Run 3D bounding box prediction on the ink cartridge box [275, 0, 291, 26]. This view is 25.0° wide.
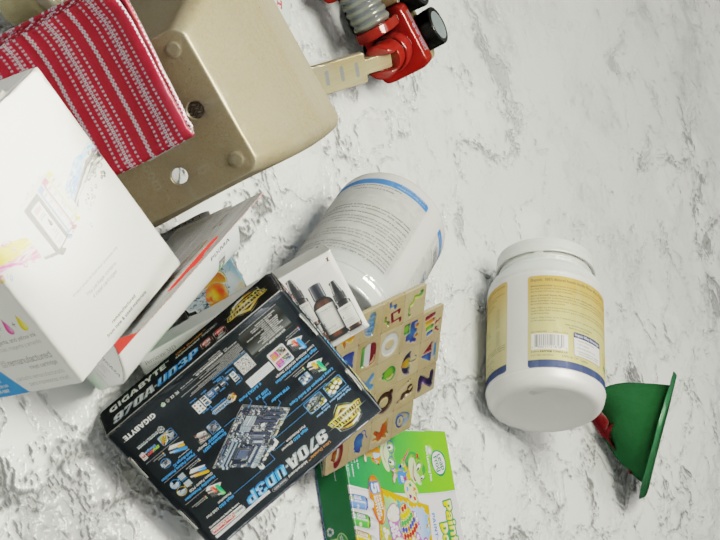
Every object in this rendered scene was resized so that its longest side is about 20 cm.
[{"bbox_3d":[-0.164,-0.332,1.650,0.199,0.082,0.148,22,57,-48],"label":"ink cartridge box"}]

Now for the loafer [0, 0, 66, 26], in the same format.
[{"bbox_3d":[-0.279,-0.275,1.476,0.076,0.068,0.200,62,19,-16],"label":"loafer"}]

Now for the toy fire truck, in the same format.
[{"bbox_3d":[-0.008,-0.284,1.841,0.177,0.128,0.200,62,25,-13],"label":"toy fire truck"}]

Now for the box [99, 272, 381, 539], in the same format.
[{"bbox_3d":[-0.104,0.125,1.425,0.159,0.200,0.046,50,-1,-27],"label":"box"}]

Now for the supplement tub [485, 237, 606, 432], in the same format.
[{"bbox_3d":[0.222,0.077,1.951,0.144,0.143,0.202,35,48,-41],"label":"supplement tub"}]

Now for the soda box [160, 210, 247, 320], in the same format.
[{"bbox_3d":[-0.124,0.049,1.519,0.202,0.063,0.068,63,-3,-10],"label":"soda box"}]

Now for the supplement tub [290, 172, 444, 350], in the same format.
[{"bbox_3d":[0.000,0.000,1.682,0.133,0.131,0.200,58,36,-18],"label":"supplement tub"}]

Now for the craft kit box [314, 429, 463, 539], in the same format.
[{"bbox_3d":[0.036,0.267,1.684,0.197,0.048,0.203,10,66,-56],"label":"craft kit box"}]

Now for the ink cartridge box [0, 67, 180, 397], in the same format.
[{"bbox_3d":[-0.276,-0.026,1.265,0.201,0.146,0.145,55,49,-22],"label":"ink cartridge box"}]

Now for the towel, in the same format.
[{"bbox_3d":[-0.250,-0.134,1.332,0.146,0.198,0.023,63,20,-13],"label":"towel"}]

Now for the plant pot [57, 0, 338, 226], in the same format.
[{"bbox_3d":[-0.159,-0.145,1.421,0.201,0.198,0.177,60,17,-16],"label":"plant pot"}]

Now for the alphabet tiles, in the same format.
[{"bbox_3d":[0.014,0.106,1.595,0.199,0.006,0.168,-24,129,-44],"label":"alphabet tiles"}]

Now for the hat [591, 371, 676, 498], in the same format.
[{"bbox_3d":[0.316,0.187,2.148,0.166,0.174,0.202,-59,160,-51],"label":"hat"}]

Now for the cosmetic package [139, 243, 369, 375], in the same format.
[{"bbox_3d":[-0.098,0.061,1.464,0.083,0.199,0.051,61,-6,-11],"label":"cosmetic package"}]

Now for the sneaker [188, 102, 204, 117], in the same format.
[{"bbox_3d":[-0.182,-0.186,1.588,0.199,0.073,0.085,24,21,-39],"label":"sneaker"}]

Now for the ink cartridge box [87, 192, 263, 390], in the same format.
[{"bbox_3d":[-0.153,0.019,1.351,0.050,0.199,0.161,46,65,-15],"label":"ink cartridge box"}]
